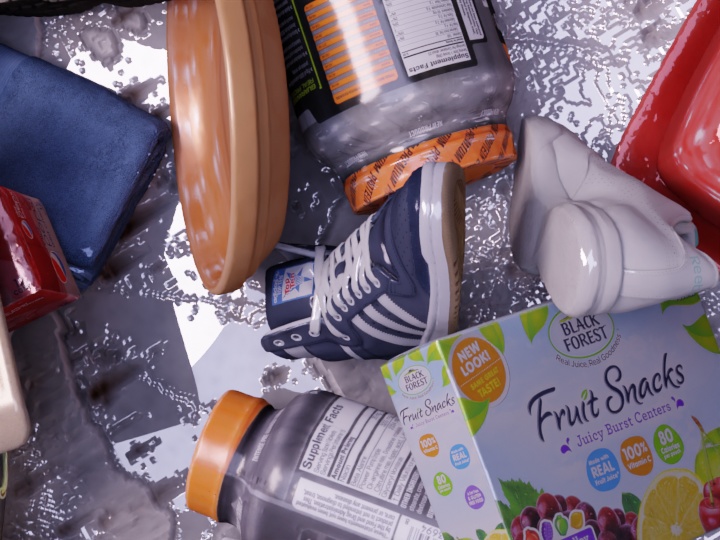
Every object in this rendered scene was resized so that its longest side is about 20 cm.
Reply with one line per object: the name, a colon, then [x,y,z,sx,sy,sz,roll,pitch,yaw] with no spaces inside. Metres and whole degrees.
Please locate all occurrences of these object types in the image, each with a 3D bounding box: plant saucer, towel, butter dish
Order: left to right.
towel: [-0.215,-0.077,1.291,0.199,0.049,0.112,25,74,11]
plant saucer: [-0.071,-0.088,1.205,0.037,0.200,0.202,-5,87,-13]
butter dish: [0.247,-0.079,1.159,0.199,0.148,0.201,30,93,10]

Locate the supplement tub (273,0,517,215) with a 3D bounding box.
supplement tub: [0.010,-0.140,1.219,0.122,0.123,0.202,-18,85,10]

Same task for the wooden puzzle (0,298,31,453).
wooden puzzle: [-0.275,0.017,1.172,0.183,0.037,0.202,-16,85,11]

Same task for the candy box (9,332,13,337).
candy box: [-0.312,0.033,1.300,0.199,0.072,0.169,26,92,11]

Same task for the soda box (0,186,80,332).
soda box: [-0.259,0.026,1.218,0.199,0.070,0.064,-26,81,8]

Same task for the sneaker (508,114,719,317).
sneaker: [0.131,-0.025,1.173,0.088,0.200,0.076,1,113,-9]

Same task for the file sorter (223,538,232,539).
file sorter: [-0.038,0.267,1.152,0.138,0.125,0.201,17,126,-4]

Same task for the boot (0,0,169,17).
boot: [-0.177,-0.216,1.256,0.199,0.077,0.140,1,91,36]

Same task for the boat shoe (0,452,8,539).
boat shoe: [-0.229,0.164,1.249,0.071,0.060,0.203,27,118,43]

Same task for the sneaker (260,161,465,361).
sneaker: [0.000,0.000,1.174,0.107,0.200,0.071,5,67,2]

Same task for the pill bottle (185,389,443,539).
pill bottle: [0.006,0.130,1.221,0.198,0.106,0.107,19,92,11]

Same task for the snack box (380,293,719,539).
snack box: [0.117,0.085,1.161,0.053,0.199,0.143,-28,82,47]
